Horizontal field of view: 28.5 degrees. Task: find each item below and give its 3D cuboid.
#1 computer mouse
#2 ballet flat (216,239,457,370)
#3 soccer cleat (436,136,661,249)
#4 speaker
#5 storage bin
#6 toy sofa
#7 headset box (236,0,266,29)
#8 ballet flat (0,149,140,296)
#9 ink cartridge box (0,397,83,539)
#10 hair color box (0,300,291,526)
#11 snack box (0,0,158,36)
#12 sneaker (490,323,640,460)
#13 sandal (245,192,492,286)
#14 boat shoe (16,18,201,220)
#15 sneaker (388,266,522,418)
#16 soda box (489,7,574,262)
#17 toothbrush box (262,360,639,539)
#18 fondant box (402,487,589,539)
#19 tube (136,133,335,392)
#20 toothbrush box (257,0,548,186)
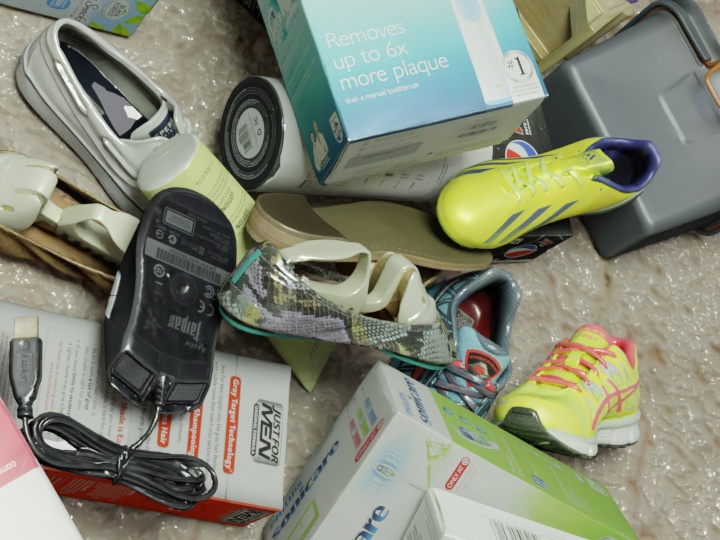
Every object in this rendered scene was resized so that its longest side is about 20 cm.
[{"bbox_3d":[-0.146,0.038,0.848,0.140,0.046,0.201,19,64,-34],"label":"computer mouse"},{"bbox_3d":[0.002,0.019,0.907,0.200,0.072,0.072,14,63,-42],"label":"ballet flat"},{"bbox_3d":[0.139,-0.065,1.036,0.199,0.084,0.065,-14,78,-38],"label":"soccer cleat"},{"bbox_3d":[0.001,-0.091,1.032,0.199,0.081,0.082,1,70,-39],"label":"speaker"},{"bbox_3d":[0.240,-0.112,1.175,0.134,0.146,0.201,-24,84,-26],"label":"storage bin"},{"bbox_3d":[0.142,-0.276,1.207,0.200,0.083,0.098,53,49,-3],"label":"toy sofa"},{"bbox_3d":[-0.007,-0.251,1.056,0.200,0.093,0.174,43,69,3],"label":"headset box"},{"bbox_3d":[-0.189,-0.031,0.909,0.199,0.072,0.068,30,61,-18],"label":"ballet flat"},{"bbox_3d":[-0.199,0.189,0.768,0.085,0.146,0.201,-31,88,-38],"label":"ink cartridge box"},{"bbox_3d":[-0.146,0.094,0.892,0.199,0.061,0.102,15,63,-25],"label":"hair color box"},{"bbox_3d":[-0.238,-0.271,0.980,0.199,0.068,0.170,10,65,-30],"label":"snack box"},{"bbox_3d":[0.152,0.083,1.027,0.200,0.078,0.091,0,100,-63],"label":"sneaker"},{"bbox_3d":[-0.003,-0.003,0.986,0.211,0.070,0.078,6,30,-44],"label":"sandal"},{"bbox_3d":[-0.147,-0.087,0.960,0.200,0.065,0.074,40,55,-14],"label":"boat shoe"},{"bbox_3d":[0.060,0.076,1.004,0.079,0.095,0.201,30,58,-17],"label":"sneaker"},{"bbox_3d":[0.103,-0.109,1.126,0.070,0.063,0.201,-2,71,-32],"label":"soda box"},{"bbox_3d":[0.059,0.176,0.926,0.199,0.086,0.146,31,102,-17],"label":"toothbrush box"},{"bbox_3d":[0.069,0.249,0.878,0.144,0.201,0.058,20,19,-15],"label":"fondant box"},{"bbox_3d":[-0.071,-0.008,0.963,0.200,0.058,0.052,51,6,-34],"label":"tube"},{"bbox_3d":[0.017,-0.175,0.943,0.146,0.085,0.201,-13,76,-19],"label":"toothbrush box"}]
